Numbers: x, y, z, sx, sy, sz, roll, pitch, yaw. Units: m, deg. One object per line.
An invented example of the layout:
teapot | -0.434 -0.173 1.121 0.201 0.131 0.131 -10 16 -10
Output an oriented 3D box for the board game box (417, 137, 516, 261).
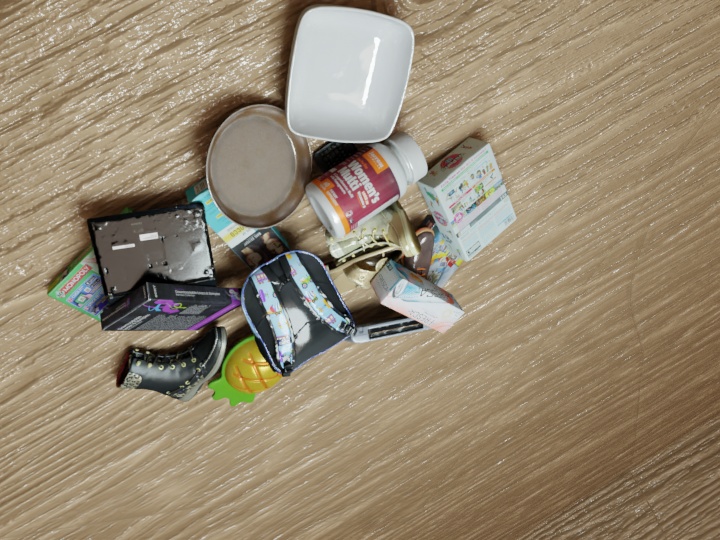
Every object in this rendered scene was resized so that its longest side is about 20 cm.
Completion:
board game box | 0.219 -0.141 1.075 0.147 0.064 0.200 -40 128 -10

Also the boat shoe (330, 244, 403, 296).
boat shoe | 0.000 0.000 1.098 0.200 0.065 0.071 -40 132 5

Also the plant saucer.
plant saucer | -0.168 -0.169 0.873 0.199 0.032 0.202 -19 119 -38

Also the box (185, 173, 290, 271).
box | -0.212 -0.084 0.941 0.082 0.049 0.200 -35 131 2

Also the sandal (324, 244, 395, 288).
sandal | -0.006 0.005 1.043 0.211 0.078 0.070 -16 96 21

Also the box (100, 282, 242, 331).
box | -0.324 0.066 0.928 0.143 0.036 0.200 -27 162 29

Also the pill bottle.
pill bottle | 0.012 -0.153 0.929 0.199 0.110 0.110 -35 132 -9

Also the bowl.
bowl | -0.025 -0.314 0.847 0.199 0.075 0.201 -1 125 -24

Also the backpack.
backpack | -0.129 0.062 0.976 0.182 0.134 0.201 -31 110 -13

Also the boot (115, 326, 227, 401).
boot | -0.367 0.177 1.037 0.153 0.074 0.204 20 120 -38

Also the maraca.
maraca | -0.230 0.208 1.111 0.137 0.107 0.200 34 105 -32

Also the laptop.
laptop | -0.343 -0.011 0.903 0.176 0.103 0.201 -12 109 -19

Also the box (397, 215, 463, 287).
box | 0.144 -0.010 1.180 0.136 0.038 0.200 23 112 -36

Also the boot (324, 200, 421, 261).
boot | 0.017 -0.059 0.958 0.154 0.200 0.072 -25 122 2

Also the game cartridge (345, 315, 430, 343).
game cartridge | 0.061 0.128 1.186 0.199 0.133 0.042 -10 83 -13

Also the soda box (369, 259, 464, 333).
soda box | 0.115 0.055 1.049 0.199 0.064 0.068 27 112 -38

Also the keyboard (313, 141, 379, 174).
keyboard | 0.009 -0.180 1.000 0.127 0.021 0.200 -36 133 3

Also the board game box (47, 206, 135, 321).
board game box | -0.414 0.001 0.918 0.200 0.029 0.135 -42 131 7

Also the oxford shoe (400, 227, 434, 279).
oxford shoe | 0.121 0.007 1.108 0.071 0.073 0.201 -3 125 -23
